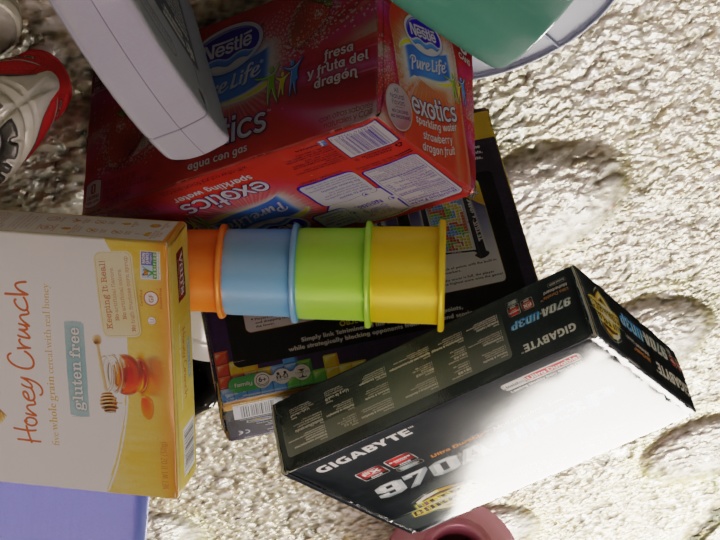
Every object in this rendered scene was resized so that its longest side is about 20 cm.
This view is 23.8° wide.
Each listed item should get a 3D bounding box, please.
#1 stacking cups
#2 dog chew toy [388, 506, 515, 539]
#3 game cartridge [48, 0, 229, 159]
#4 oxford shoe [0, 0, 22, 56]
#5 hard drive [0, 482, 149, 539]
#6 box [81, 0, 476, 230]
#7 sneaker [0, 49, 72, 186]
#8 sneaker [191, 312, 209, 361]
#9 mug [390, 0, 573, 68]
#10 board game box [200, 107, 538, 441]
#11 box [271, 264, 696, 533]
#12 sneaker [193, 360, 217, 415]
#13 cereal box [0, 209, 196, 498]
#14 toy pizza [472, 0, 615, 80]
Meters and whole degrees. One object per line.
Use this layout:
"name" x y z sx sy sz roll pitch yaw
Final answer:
"stacking cups" -0.053 -0.002 0.908 0.198 0.061 0.061 3 146 1
"dog chew toy" 0.077 0.283 1.532 0.123 0.126 0.200 -9 155 -7
"game cartridge" -0.119 -0.144 0.802 0.041 0.134 0.200 -18 146 8
"oxford shoe" -0.270 -0.103 0.876 0.198 0.058 0.075 -11 143 -9
"hard drive" -0.183 0.090 0.981 0.131 0.025 0.202 1 113 -16
"box" -0.045 -0.076 0.926 0.199 0.096 0.099 -16 150 31
"sneaker" -0.224 -0.061 0.944 0.199 0.085 0.077 -23 108 41
"sneaker" -0.026 0.008 1.119 0.198 0.073 0.085 -7 127 -29
"mug" 0.057 -0.193 0.766 0.114 0.186 0.152 31 125 -11
"board game box" 0.000 0.000 1.028 0.198 0.166 0.057 -10 150 -5
"box" 0.073 0.080 0.980 0.199 0.046 0.159 -26 149 20
"sneaker" -0.171 0.059 1.116 0.199 0.072 0.097 17 170 -41
"cereal box" -0.187 0.041 0.900 0.198 0.040 0.145 3 111 11
"toy pizza" 0.054 -0.173 0.913 0.198 0.032 0.201 -6 147 -4
